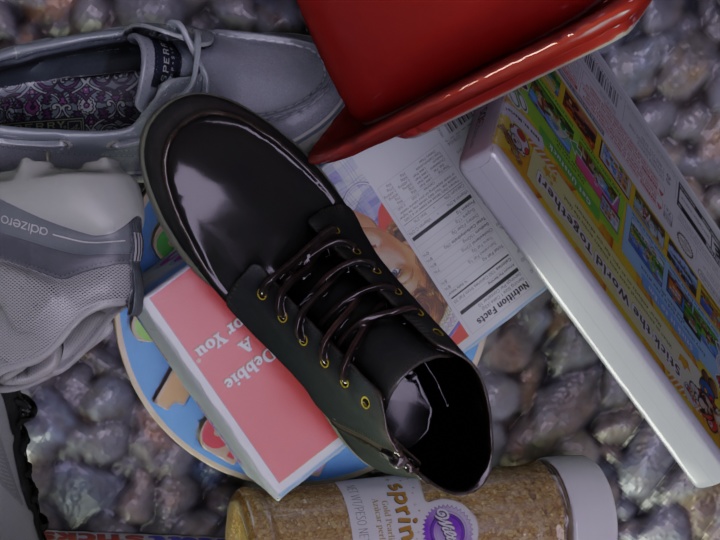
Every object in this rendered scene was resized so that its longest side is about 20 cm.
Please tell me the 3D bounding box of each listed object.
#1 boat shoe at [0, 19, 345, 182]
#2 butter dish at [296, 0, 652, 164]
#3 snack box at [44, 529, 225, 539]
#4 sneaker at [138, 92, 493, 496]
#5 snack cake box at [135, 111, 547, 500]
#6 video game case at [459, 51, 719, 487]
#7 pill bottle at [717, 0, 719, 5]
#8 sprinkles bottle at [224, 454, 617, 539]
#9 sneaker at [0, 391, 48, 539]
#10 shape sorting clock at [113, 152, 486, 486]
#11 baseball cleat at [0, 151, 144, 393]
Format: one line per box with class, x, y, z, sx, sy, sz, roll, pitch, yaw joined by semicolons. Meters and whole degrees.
boat shoe;-0.098;-0.081;0.744;0.199;0.072;0.071;-10;71;-8
butter dish;0.047;-0.166;0.668;0.148;0.199;0.200;51;47;-16
snack box;-0.087;0.180;0.847;0.198;0.024;0.072;5;101;-13
sneaker;-0.012;0.005;0.668;0.075;0.106;0.200;-41;102;-11
snack cake box;0.000;0.000;0.762;0.200;0.067;0.115;-36;102;-12
video game case;0.123;-0.024;0.764;0.023;0.182;0.200;-27;114;28
pill bottle;0.277;-0.190;0.785;0.114;0.114;0.201;34;95;-17
sprinkles bottle;0.032;0.138;0.827;0.199;0.068;0.069;-3;105;-19
sneaker;-0.184;0.092;0.770;0.079;0.074;0.201;-32;97;-12
shape sorting clock;-0.026;0.014;0.811;0.198;0.039;0.202;-3;105;-11
baseball cleat;-0.190;0.003;0.714;0.199;0.070;0.107;-6;83;24
